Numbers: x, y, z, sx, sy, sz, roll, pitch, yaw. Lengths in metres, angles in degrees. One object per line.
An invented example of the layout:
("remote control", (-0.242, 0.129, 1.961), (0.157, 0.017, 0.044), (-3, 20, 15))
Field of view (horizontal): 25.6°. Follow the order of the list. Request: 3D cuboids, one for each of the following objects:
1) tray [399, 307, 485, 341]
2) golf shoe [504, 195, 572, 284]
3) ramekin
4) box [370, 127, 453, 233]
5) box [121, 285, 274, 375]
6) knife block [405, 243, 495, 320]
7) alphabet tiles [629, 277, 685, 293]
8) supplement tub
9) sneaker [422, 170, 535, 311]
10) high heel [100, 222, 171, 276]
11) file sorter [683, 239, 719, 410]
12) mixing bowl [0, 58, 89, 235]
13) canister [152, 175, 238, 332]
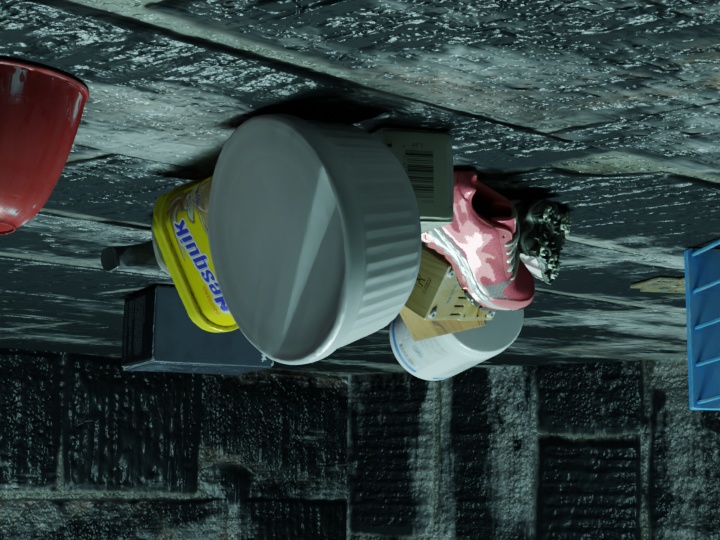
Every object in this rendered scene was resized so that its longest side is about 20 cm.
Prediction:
("tray", (0.092, 0.027, 1.994), (0.098, 0.037, 0.200), (-13, 153, 9))
("golf shoe", (0.172, -0.042, 1.688), (0.087, 0.078, 0.200), (14, 171, 19))
("ramekin", (-0.034, -0.029, 1.294), (0.094, 0.204, 0.202), (-8, 179, -37))
("box", (0.015, -0.068, 1.408), (0.068, 0.083, 0.200), (2, 174, -19))
("box", (-0.261, 0.099, 2.528), (0.198, 0.125, 0.196), (4, 173, -23))
("knife block", (0.043, -0.018, 1.646), (0.175, 0.064, 0.199), (36, -161, 31))
("alphabet tiles", (0.509, 0.022, 2.340), (0.198, 0.006, 0.166), (3, 172, -15))
("supplement tub", (0.131, 0.073, 2.203), (0.131, 0.133, 0.200), (3, 165, -20))
("sneaker", (0.126, -0.027, 1.543), (0.086, 0.074, 0.200), (-19, 135, 34))
("high heel", (-0.184, -0.029, 1.821), (0.199, 0.072, 0.142), (-7, 179, 40))
("file sorter", (0.484, 0.065, 1.931), (0.137, 0.202, 0.123), (2, 170, -10))
("mixing bowl", (-0.303, -0.086, 1.187), (0.198, 0.110, 0.200), (0, 173, 0))
("canister", (-0.108, -0.027, 1.480), (0.086, 0.150, 0.200), (-24, -177, -29))
